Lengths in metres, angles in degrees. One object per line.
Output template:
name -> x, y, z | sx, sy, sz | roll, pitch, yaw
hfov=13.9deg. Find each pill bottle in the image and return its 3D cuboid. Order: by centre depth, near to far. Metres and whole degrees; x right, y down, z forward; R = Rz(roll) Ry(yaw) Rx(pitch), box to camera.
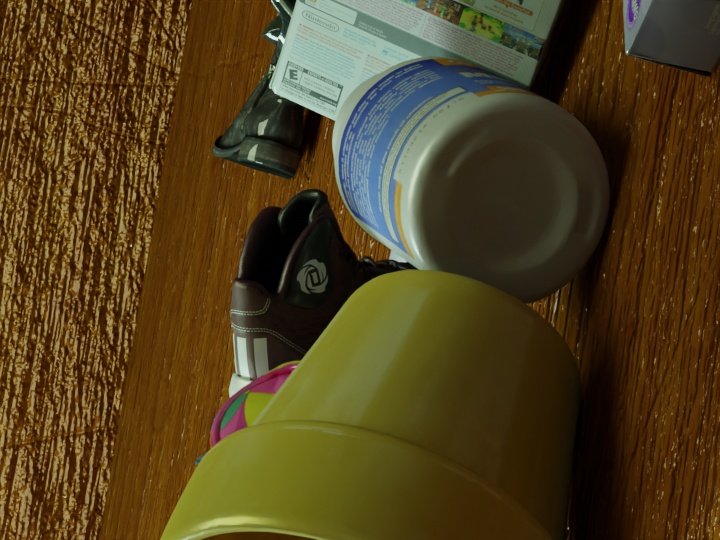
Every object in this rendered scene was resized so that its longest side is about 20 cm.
pill bottle -> 0.050, -0.055, 1.586 | 0.200, 0.112, 0.112 | -140, 62, -69

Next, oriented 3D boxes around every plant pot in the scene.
plant pot -> 0.021, 0.111, 1.453 | 0.201, 0.201, 0.189 | 116, 178, -54

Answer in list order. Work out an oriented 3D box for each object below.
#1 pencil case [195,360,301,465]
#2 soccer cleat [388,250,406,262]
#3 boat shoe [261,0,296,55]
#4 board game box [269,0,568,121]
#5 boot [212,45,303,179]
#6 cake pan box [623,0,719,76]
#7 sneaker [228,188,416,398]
pencil case -> -0.014, 0.139, 1.621 | 0.200, 0.088, 0.088 | 59, -156, -43
soccer cleat -> 0.047, -0.016, 1.800 | 0.076, 0.067, 0.200 | 23, 99, 53
boat shoe -> -0.034, -0.159, 1.811 | 0.200, 0.060, 0.076 | 64, 179, -12
board game box -> 0.045, -0.164, 1.682 | 0.064, 0.147, 0.200 | -58, -9, -50
boot -> -0.062, -0.171, 2.561 | 0.200, 0.069, 0.174 | -165, 92, -76
cake pan box -> 0.169, -0.217, 1.354 | 0.184, 0.052, 0.200 | 110, 167, -51
sneaker -> 0.000, 0.000, 1.674 | 0.200, 0.076, 0.116 | -29, -61, -44
